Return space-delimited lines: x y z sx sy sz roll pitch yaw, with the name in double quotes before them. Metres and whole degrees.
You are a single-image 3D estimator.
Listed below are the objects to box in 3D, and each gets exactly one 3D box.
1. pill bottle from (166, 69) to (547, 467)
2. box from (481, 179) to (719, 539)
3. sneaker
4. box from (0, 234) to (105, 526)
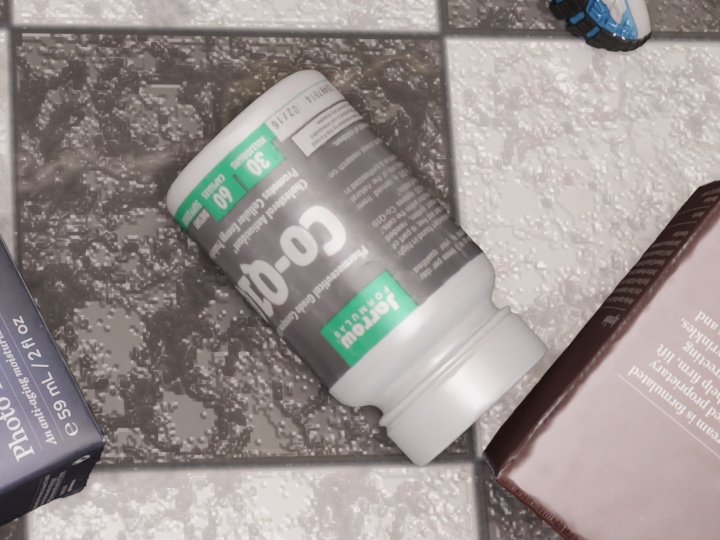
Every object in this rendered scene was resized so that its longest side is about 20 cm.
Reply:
"pill bottle" 0.000 0.000 1.280 0.113 0.113 0.200 -41 86 -20
"box" 0.189 0.076 1.247 0.166 0.164 0.200 40 90 0
"sneaker" 0.129 -0.224 1.398 0.086 0.075 0.200 -24 81 -24
"box" -0.262 0.054 1.201 0.198 0.123 0.200 -26 82 -17
